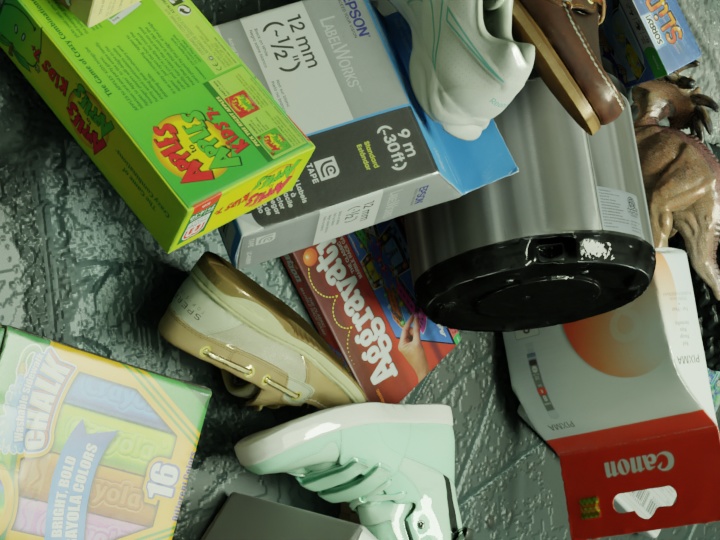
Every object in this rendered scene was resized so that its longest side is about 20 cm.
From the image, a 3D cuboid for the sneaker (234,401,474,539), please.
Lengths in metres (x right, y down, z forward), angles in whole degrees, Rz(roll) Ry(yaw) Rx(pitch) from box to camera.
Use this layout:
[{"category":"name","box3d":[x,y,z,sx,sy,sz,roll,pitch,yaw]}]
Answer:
[{"category":"sneaker","box3d":[0.003,0.153,1.246,0.200,0.074,0.118,2,73,-47]}]

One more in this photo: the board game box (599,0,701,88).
[{"category":"board game box","box3d":[0.158,-0.227,1.327,0.034,0.135,0.200,-29,96,-20]}]

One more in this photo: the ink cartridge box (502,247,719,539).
[{"category":"ink cartridge box","box3d":[0.184,0.097,1.369,0.050,0.162,0.200,2,77,-42]}]

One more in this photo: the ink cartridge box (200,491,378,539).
[{"category":"ink cartridge box","box3d":[-0.023,0.268,1.233,0.200,0.145,0.145,47,64,-35]}]

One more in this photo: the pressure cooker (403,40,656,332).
[{"category":"pressure cooker","box3d":[0.114,-0.071,1.295,0.176,0.178,0.200,60,21,-72]}]

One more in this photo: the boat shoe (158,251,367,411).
[{"category":"boat shoe","box3d":[-0.067,0.056,1.232,0.066,0.074,0.200,-45,138,3]}]

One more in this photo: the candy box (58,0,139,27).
[{"category":"candy box","box3d":[-0.127,-0.237,1.110,0.115,0.055,0.200,43,52,13]}]

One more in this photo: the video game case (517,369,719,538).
[{"category":"video game case","box3d":[0.228,0.096,1.529,0.200,0.024,0.182,44,65,-34]}]

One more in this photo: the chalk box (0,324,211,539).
[{"category":"chalk box","box3d":[-0.211,0.098,1.065,0.200,0.125,0.124,21,79,-40]}]

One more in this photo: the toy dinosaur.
[{"category":"toy dinosaur","box3d":[0.245,-0.081,1.438,0.135,0.200,0.086,-36,153,7]}]

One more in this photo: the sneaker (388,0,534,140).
[{"category":"sneaker","box3d":[0.056,-0.185,1.179,0.070,0.080,0.201,0,59,-47]}]

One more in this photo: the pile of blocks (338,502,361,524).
[{"category":"pile of blocks","box3d":[0.065,0.224,1.366,0.200,0.062,0.082,37,70,-38]}]

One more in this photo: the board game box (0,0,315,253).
[{"category":"board game box","box3d":[-0.131,-0.115,1.092,0.102,0.048,0.200,-30,73,-36]}]

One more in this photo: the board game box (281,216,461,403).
[{"category":"board game box","box3d":[0.000,0.000,1.317,0.103,0.019,0.200,-42,120,-30]}]

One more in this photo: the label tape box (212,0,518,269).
[{"category":"label tape box","box3d":[-0.011,-0.102,1.176,0.200,0.066,0.144,-19,72,-12]}]

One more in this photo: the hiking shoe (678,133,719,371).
[{"category":"hiking shoe","box3d":[0.304,-0.016,1.534,0.087,0.074,0.200,4,78,-47]}]

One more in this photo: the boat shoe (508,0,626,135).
[{"category":"boat shoe","box3d":[0.124,-0.177,1.204,0.070,0.200,0.070,-30,150,1]}]
